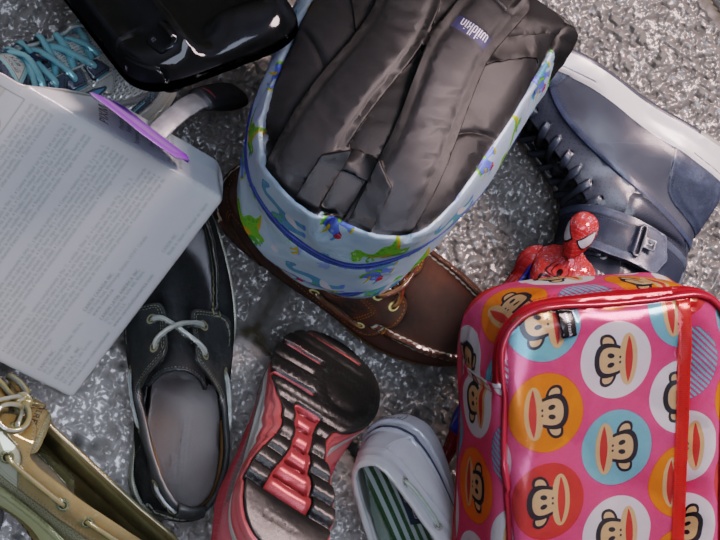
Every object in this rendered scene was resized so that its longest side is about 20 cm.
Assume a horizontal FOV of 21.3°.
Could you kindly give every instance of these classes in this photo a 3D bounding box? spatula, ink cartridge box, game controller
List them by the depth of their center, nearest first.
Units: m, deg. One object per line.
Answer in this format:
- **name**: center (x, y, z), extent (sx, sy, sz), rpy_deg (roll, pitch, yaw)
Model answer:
- **ink cartridge box**: center (-0.200, -0.038, 1.063), extent (0.199, 0.047, 0.160), rpy_deg (30, 113, -24)
- **spatula**: center (-0.098, -0.090, 1.084), extent (0.056, 0.200, 0.021), rpy_deg (37, 109, 5)
- **game controller**: center (-0.114, -0.165, 1.089), extent (0.103, 0.200, 0.042), rpy_deg (-15, 130, -22)

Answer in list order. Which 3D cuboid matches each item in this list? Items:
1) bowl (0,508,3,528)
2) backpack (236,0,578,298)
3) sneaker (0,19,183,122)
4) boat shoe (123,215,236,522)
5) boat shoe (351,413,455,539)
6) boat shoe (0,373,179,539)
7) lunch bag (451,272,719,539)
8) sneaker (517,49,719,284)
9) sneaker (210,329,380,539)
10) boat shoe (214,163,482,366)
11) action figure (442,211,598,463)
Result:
- **bowl**: center (-0.320, 0.115, 1.073), extent (0.199, 0.075, 0.201), rpy_deg (-30, 94, -12)
- **backpack**: center (0.011, -0.082, 1.081), extent (0.162, 0.154, 0.201), rpy_deg (28, 47, -6)
- **sneaker**: center (-0.179, -0.099, 1.097), extent (0.077, 0.087, 0.200), rpy_deg (36, 75, 31)
- **boat shoe**: center (-0.104, 0.048, 1.132), extent (0.071, 0.068, 0.202), rpy_deg (0, 86, -12)
- **boat shoe**: center (0.041, 0.188, 1.141), extent (0.073, 0.067, 0.201), rpy_deg (-22, 100, 30)
- **boat shoe**: center (-0.178, 0.112, 1.093), extent (0.063, 0.073, 0.201), rpy_deg (-33, 104, 14)
- **lunch bag**: center (0.143, 0.103, 1.095), extent (0.174, 0.082, 0.202), rpy_deg (-5, 102, -21)
- **sneaker**: center (0.124, -0.051, 1.186), extent (0.201, 0.077, 0.147), rpy_deg (29, 79, -11)
- **sneaker**: center (-0.051, 0.111, 1.113), extent (0.073, 0.087, 0.201), rpy_deg (35, 36, -9)
- **boat shoe**: center (0.000, 0.000, 1.158), extent (0.199, 0.070, 0.071), rpy_deg (28, 81, -12)
- **action figure**: center (0.095, 0.056, 1.149), extent (0.065, 0.052, 0.202), rpy_deg (28, 102, 16)
